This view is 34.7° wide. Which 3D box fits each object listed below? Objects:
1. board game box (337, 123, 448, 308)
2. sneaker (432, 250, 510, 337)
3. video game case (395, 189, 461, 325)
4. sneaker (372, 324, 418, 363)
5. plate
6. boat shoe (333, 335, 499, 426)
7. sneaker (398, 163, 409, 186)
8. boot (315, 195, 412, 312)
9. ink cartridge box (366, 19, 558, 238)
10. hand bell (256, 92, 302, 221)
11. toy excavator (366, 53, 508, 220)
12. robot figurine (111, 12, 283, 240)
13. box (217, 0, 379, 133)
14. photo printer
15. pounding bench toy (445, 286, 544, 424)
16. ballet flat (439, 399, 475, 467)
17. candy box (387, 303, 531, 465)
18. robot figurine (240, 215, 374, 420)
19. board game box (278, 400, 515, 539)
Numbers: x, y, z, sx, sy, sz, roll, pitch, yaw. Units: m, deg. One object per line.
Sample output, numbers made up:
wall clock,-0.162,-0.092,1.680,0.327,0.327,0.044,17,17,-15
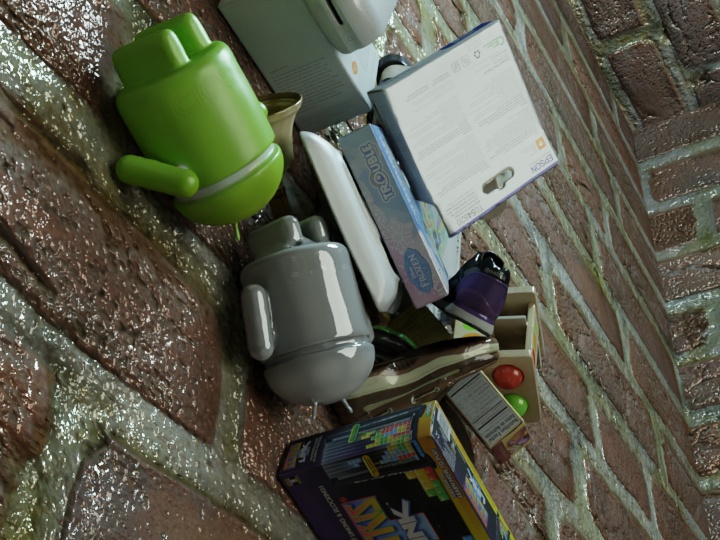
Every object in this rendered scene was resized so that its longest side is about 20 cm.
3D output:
board game box,0.042,-0.066,1.303,0.199,0.043,0.200,-54,119,-82
sneaker,0.139,0.022,1.337,0.076,0.088,0.200,28,1,-5
video game case,0.097,-0.013,1.568,0.200,0.022,0.182,-1,94,-67
sneaker,0.044,0.149,1.336,0.200,0.077,0.084,60,27,-18
plate,0.000,-0.050,1.236,0.200,0.032,0.200,24,42,-83
boat shoe,0.064,0.129,1.282,0.075,0.202,0.075,-171,-113,-75
sneaker,0.024,-0.096,1.504,0.200,0.074,0.080,-42,129,-63
boot,0.000,0.000,1.375,0.200,0.070,0.132,52,31,-17
ink cartridge box,0.128,-0.172,1.399,0.200,0.041,0.200,-34,108,-26
hand bell,-0.089,-0.077,1.218,0.104,0.104,0.200,-60,140,-61
toy excavator,0.105,-0.163,1.471,0.100,0.200,0.195,-88,-173,-58
robot figurine,-0.145,-0.129,1.056,0.200,0.116,0.175,62,30,-22
box,-0.068,-0.284,1.376,0.200,0.097,0.124,56,28,-35
photo printer,-0.021,-0.349,1.315,0.166,0.069,0.200,61,25,-25
pounding bench toy,0.187,0.150,1.587,0.156,0.124,0.200,-78,159,-48
ballet flat,0.110,0.254,1.421,0.067,0.068,0.200,-27,96,-60
candy box,0.122,0.137,1.407,0.200,0.056,0.117,52,-2,22
robot figurine,-0.052,0.047,1.139,0.170,0.113,0.200,-6,77,-46
board game box,0.040,0.236,1.137,0.200,0.165,0.057,60,23,-25
